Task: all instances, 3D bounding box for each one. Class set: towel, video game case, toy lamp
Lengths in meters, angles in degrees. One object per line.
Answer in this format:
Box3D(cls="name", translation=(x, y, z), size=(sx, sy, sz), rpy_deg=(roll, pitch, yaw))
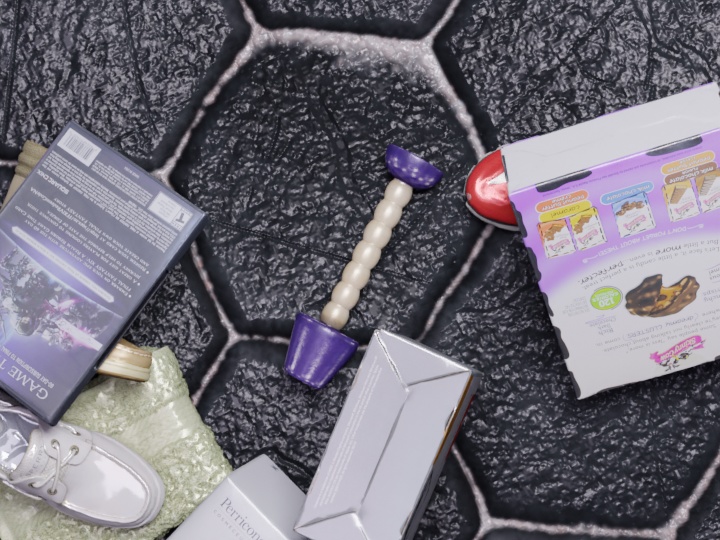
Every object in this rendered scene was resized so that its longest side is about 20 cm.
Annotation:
Box3D(cls="towel", translation=(-0.212, 0.165, 1.375), size=(0.199, 0.036, 0.149), rpy_deg=(-30, 84, 4))
Box3D(cls="video game case", translation=(-0.231, 0.000, 1.310), size=(0.143, 0.019, 0.200), rpy_deg=(34, 83, 17))
Box3D(cls="toy lamp", translation=(0.000, 0.000, 1.352), size=(0.058, 0.058, 0.201), rpy_deg=(29, 89, 8))

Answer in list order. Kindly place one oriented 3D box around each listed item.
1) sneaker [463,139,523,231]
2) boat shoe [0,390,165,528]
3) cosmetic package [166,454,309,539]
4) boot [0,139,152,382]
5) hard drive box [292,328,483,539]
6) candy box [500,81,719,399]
Box3D(cls="sneaker", translation=(0.179, -0.072, 1.320), size=(0.199, 0.085, 0.078), rpy_deg=(-1, 85, 6))
Box3D(cls="boat shoe", translation=(-0.251, 0.149, 1.326), size=(0.199, 0.069, 0.071), rpy_deg=(23, 89, 6))
Box3D(cls="cosmetic package", translation=(-0.084, 0.287, 1.297), size=(0.199, 0.123, 0.200), rpy_deg=(44, 97, 6))
Box3D(cls="boot", translation=(-0.225, -0.009, 1.357), size=(0.199, 0.073, 0.156), rpy_deg=(25, 87, 28))
Box3D(cls="hard drive box", translation=(0.025, 0.131, 1.267), size=(0.076, 0.200, 0.157), rpy_deg=(23, 90, 7))
Box3D(cls="candy box", translation=(0.213, -0.018, 1.263), size=(0.167, 0.072, 0.201), rpy_deg=(-16, 122, 9))
